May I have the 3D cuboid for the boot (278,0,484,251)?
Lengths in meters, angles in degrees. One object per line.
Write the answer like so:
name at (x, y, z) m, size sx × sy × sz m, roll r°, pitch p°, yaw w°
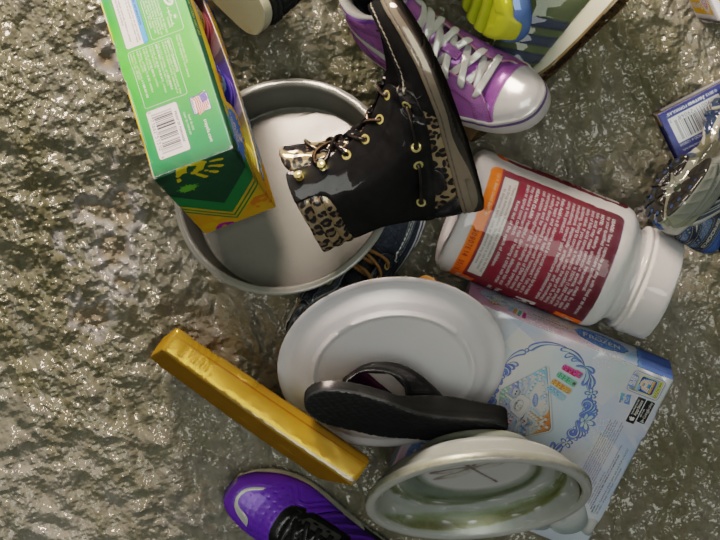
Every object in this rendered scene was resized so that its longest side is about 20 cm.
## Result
boot at (0.005, -0.116, 1.327) m, size 0.150 × 0.073 × 0.201 m, roll -20°, pitch 117°, yaw 9°

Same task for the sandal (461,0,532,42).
sandal at (0.126, -0.279, 1.372) m, size 0.087 × 0.080 × 0.201 m, roll 5°, pitch 59°, yaw -19°

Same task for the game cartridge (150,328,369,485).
game cartridge at (-0.094, 0.120, 1.428) m, size 0.200 × 0.176 × 0.033 m, roll 37°, pitch 79°, yaw -6°

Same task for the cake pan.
cake pan at (-0.064, -0.070, 1.422) m, size 0.199 × 0.037 × 0.201 m, roll -3°, pitch 73°, yaw 10°

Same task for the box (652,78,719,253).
box at (0.362, -0.080, 1.460) m, size 0.121 × 0.032 × 0.201 m, roll -26°, pitch 97°, yaw 5°

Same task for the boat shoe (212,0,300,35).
boat shoe at (-0.131, -0.298, 1.413) m, size 0.201 × 0.074 × 0.063 m, roll 48°, pitch 58°, yaw 3°

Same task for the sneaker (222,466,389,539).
sneaker at (-0.036, 0.252, 1.486) m, size 0.200 × 0.100 × 0.070 m, roll 31°, pitch 97°, yaw -5°

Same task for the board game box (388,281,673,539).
board game box at (0.152, 0.136, 1.471) m, size 0.198 × 0.043 × 0.201 m, roll 21°, pitch 115°, yaw -4°

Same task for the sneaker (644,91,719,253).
sneaker at (0.337, -0.100, 1.412) m, size 0.085 × 0.077 × 0.200 m, roll 41°, pitch 91°, yaw -27°

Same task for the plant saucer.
plant saucer at (0.102, 0.182, 1.417) m, size 0.199 × 0.200 × 0.050 m, roll -3°, pitch 62°, yaw 1°

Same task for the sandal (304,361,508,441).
sandal at (0.035, 0.110, 1.375) m, size 0.200 × 0.075 × 0.048 m, roll 13°, pitch 60°, yaw -33°

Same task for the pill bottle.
pill bottle at (0.176, -0.020, 1.431) m, size 0.199 × 0.114 × 0.115 m, roll 22°, pitch 100°, yaw -3°

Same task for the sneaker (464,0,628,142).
sneaker at (0.143, -0.213, 1.428) m, size 0.200 × 0.067 × 0.090 m, roll -44°, pitch 82°, yaw 12°

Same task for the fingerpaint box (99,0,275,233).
fingerpaint box at (-0.145, -0.153, 1.349) m, size 0.073 × 0.167 × 0.201 m, roll -20°, pitch 73°, yaw 4°

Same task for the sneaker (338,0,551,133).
sneaker at (0.063, -0.186, 1.361) m, size 0.200 × 0.114 × 0.073 m, roll 27°, pitch 82°, yaw 24°

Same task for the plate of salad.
plate of salad at (0.026, 0.076, 1.406) m, size 0.199 × 0.048 × 0.201 m, roll -3°, pitch 130°, yaw -3°

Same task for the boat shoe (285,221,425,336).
boat shoe at (0.000, 0.000, 1.447) m, size 0.071 × 0.091 × 0.201 m, roll 31°, pitch 99°, yaw -6°

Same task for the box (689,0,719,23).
box at (0.308, -0.326, 1.382) m, size 0.112 × 0.101 × 0.201 m, roll -25°, pitch 99°, yaw 5°
